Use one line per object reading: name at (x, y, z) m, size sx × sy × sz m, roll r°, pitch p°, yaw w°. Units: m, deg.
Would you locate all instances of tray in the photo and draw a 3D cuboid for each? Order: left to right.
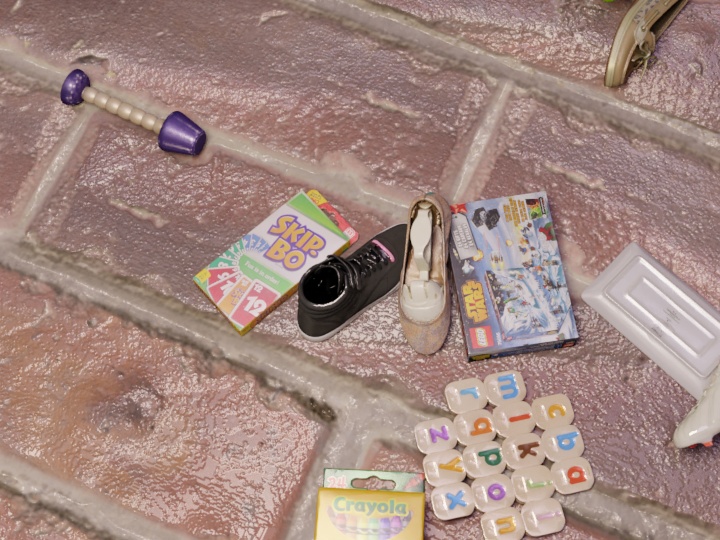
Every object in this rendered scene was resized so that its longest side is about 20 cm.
tray at (0.380, 0.059, 1.493) m, size 0.200 × 0.022 × 0.107 m, roll 43°, pitch 77°, yaw 16°

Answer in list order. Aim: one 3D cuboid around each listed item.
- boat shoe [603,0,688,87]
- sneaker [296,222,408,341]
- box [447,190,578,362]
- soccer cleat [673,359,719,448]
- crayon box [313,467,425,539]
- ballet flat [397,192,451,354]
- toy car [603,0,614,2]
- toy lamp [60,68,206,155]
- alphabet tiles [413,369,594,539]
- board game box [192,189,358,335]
boat shoe at (0.382, -0.321, 1.613) m, size 0.063 × 0.073 × 0.200 m, roll 25°, pitch 71°, yaw 14°
sneaker at (0.000, 0.000, 1.486) m, size 0.200 × 0.099 × 0.071 m, roll -42°, pitch 71°, yaw -15°
box at (0.182, 0.006, 1.510) m, size 0.137 × 0.040 × 0.200 m, roll -8°, pitch 69°, yaw -2°
soccer cleat at (0.435, 0.138, 1.434) m, size 0.200 × 0.069 × 0.078 m, roll -33°, pitch 90°, yaw -18°
crayon box at (0.009, 0.322, 1.387) m, size 0.127 × 0.051 × 0.200 m, roll 2°, pitch 68°, yaw 3°
ballet flat at (0.075, 0.001, 1.478) m, size 0.068 × 0.067 × 0.200 m, roll -1°, pitch 83°, yaw 13°
toy car at (0.321, -0.464, 1.630) m, size 0.164 × 0.158 × 0.200 m, roll -37°, pitch 29°, yaw -14°
toy lamp at (-0.296, -0.206, 1.598) m, size 0.200 × 0.058 × 0.058 m, roll 26°, pitch 72°, yaw 11°
alphabet tiles at (0.169, 0.220, 1.436) m, size 0.195 × 0.015 × 0.200 m, roll -11°, pitch 69°, yaw -8°
board game box at (-0.105, -0.016, 1.536) m, size 0.200 × 0.030 × 0.096 m, roll -39°, pitch 73°, yaw -15°
